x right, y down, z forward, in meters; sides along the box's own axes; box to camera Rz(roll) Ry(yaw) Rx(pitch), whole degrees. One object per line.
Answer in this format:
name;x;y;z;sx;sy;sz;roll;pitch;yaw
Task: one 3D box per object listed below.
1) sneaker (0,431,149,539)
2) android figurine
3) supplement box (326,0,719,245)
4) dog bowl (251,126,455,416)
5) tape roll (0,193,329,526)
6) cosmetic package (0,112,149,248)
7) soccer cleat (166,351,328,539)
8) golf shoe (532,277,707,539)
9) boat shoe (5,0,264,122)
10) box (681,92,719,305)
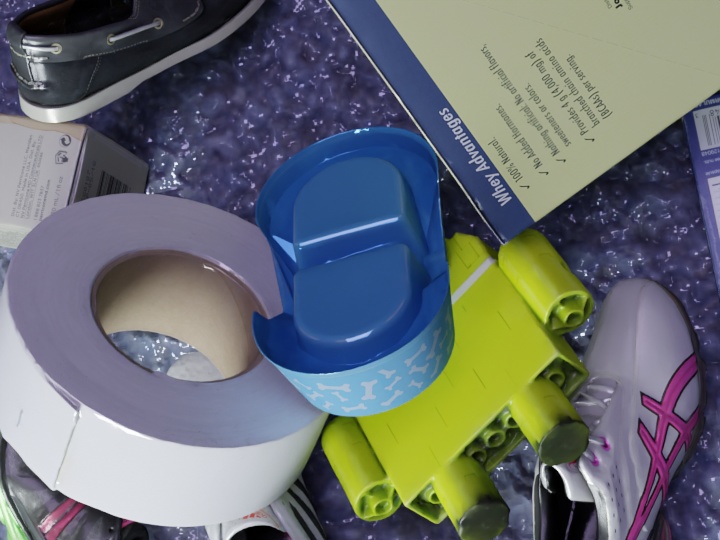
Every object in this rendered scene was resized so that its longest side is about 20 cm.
sneaker;-0.175;0.156;1.028;0.083;0.077;0.201;-18;81;-1
android figurine;0.051;0.056;0.948;0.182;0.041;0.200;-45;41;14
supplement box;0.097;-0.162;0.928;0.199;0.134;0.200;-36;103;7
dog bowl;0.000;0.000;0.940;0.111;0.050;0.201;-15;41;11
tape roll;-0.111;0.048;0.957;0.202;0.202;0.071;42;132;19
cosmetic package;-0.249;-0.059;1.069;0.199;0.104;0.073;10;82;17
soccer cleat;-0.065;0.133;0.986;0.068;0.085;0.201;-30;73;9
golf shoe;0.139;0.098;0.924;0.072;0.092;0.201;1;77;39
boat shoe;-0.130;-0.166;1.033;0.200;0.068;0.072;-35;42;-27
box;0.259;-0.012;0.946;0.121;0.032;0.201;-12;75;14
